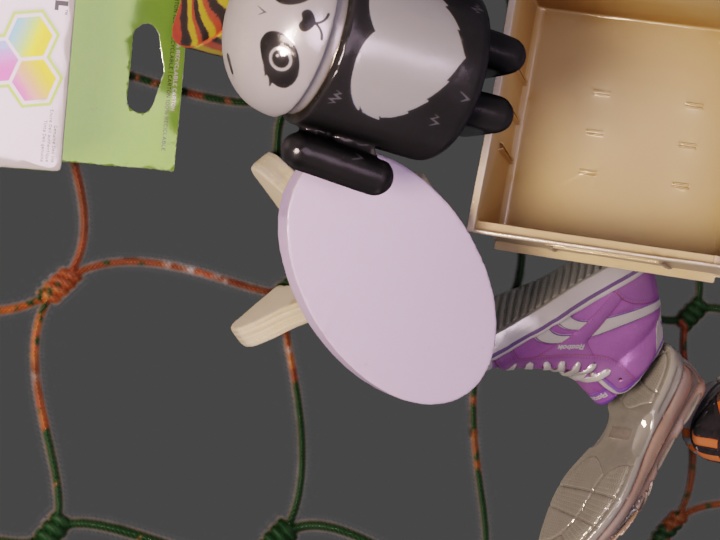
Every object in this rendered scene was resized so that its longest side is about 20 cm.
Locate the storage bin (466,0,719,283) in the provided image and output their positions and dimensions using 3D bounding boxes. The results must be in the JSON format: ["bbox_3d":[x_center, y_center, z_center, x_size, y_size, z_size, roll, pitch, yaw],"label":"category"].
[{"bbox_3d":[0.197,-0.104,1.420,0.198,0.094,0.201,9,83,14],"label":"storage bin"}]

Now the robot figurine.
[{"bbox_3d":[0.008,-0.144,1.298,0.199,0.151,0.125,15,136,-23],"label":"robot figurine"}]

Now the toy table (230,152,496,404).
[{"bbox_3d":[0.000,0.000,1.403,0.183,0.117,0.201,-29,107,-17],"label":"toy table"}]

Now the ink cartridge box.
[{"bbox_3d":[-0.203,-0.141,1.315,0.199,0.076,0.148,3,96,-23],"label":"ink cartridge box"}]

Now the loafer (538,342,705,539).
[{"bbox_3d":[0.212,0.156,1.547,0.063,0.072,0.200,34,81,-31],"label":"loafer"}]

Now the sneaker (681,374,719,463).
[{"bbox_3d":[0.355,0.085,1.573,0.200,0.112,0.078,-49,113,-10],"label":"sneaker"}]

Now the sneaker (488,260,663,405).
[{"bbox_3d":[0.151,0.065,1.505,0.200,0.073,0.115,-23,109,-19],"label":"sneaker"}]

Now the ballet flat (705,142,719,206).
[{"bbox_3d":[0.343,-0.073,1.508,0.199,0.067,0.063,-2,90,-38],"label":"ballet flat"}]

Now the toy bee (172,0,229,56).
[{"bbox_3d":[-0.069,-0.242,1.332,0.131,0.108,0.201,-21,116,-43],"label":"toy bee"}]
